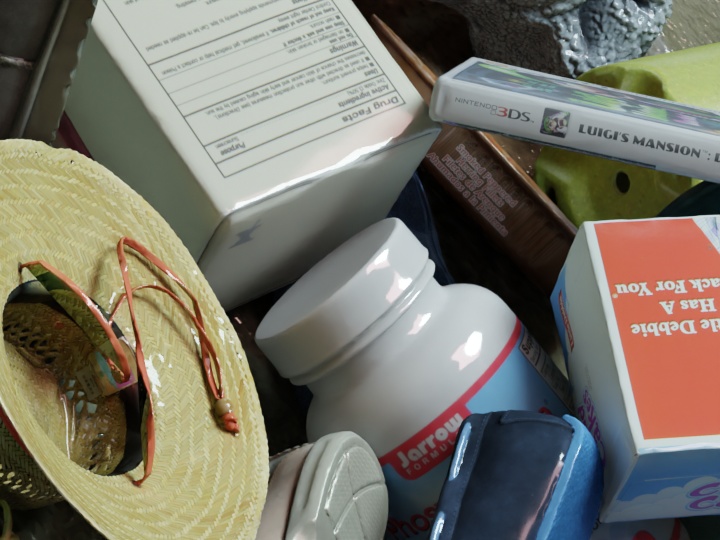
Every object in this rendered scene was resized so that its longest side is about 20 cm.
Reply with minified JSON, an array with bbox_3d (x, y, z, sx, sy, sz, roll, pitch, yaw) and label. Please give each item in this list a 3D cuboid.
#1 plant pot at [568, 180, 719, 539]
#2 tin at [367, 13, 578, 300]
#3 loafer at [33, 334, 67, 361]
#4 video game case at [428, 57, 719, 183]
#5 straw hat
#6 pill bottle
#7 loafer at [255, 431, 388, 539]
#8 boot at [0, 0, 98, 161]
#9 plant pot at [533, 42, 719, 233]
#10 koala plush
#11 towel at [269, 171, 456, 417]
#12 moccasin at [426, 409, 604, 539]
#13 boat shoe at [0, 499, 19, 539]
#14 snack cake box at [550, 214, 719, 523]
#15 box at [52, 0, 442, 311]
[{"bbox_3d":[0.233,0.075,1.315,0.199,0.201,0.188,15,11,-43],"label":"plant pot"},{"bbox_3d":[0.063,-0.051,1.448,0.200,0.042,0.112,47,1,-4],"label":"tin"},{"bbox_3d":[-0.176,-0.038,1.146,0.070,0.070,0.200,-35,85,-24],"label":"loafer"},{"bbox_3d":[0.129,-0.067,1.266,0.181,0.023,0.200,12,8,5],"label":"video game case"},{"bbox_3d":[-0.124,0.050,1.061,0.201,0.085,0.202,47,26,-32],"label":"straw hat"},{"bbox_3d":[0.047,0.079,1.200,0.200,0.109,0.109,50,28,-11],"label":"pill bottle"},{"bbox_3d":[-0.045,0.144,1.088,0.072,0.063,0.200,64,32,-29],"label":"loafer"},{"bbox_3d":[-0.199,-0.133,1.065,0.199,0.183,0.073,16,11,-10],"label":"boot"},{"bbox_3d":[0.205,-0.051,1.546,0.184,0.201,0.201,-5,55,-40],"label":"plant pot"},{"bbox_3d":[0.067,-0.194,1.558,0.199,0.185,0.177,11,4,-34],"label":"koala plush"},{"bbox_3d":[0.000,0.000,1.332,0.111,0.049,0.201,23,36,-34],"label":"towel"},{"bbox_3d":[0.037,0.149,1.099,0.201,0.068,0.081,-63,151,-28],"label":"moccasin"},{"bbox_3d":[-0.162,0.096,0.984,0.201,0.061,0.072,46,28,1],"label":"boat shoe"},{"bbox_3d":[0.192,0.038,1.169,0.199,0.067,0.116,-2,60,-12],"label":"snack cake box"},{"bbox_3d":[-0.080,-0.093,1.244,0.127,0.109,0.200,-23,70,-33],"label":"box"}]
